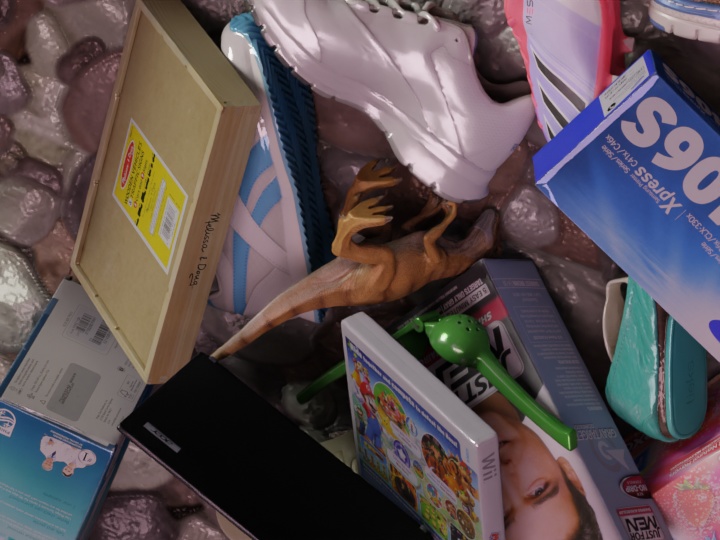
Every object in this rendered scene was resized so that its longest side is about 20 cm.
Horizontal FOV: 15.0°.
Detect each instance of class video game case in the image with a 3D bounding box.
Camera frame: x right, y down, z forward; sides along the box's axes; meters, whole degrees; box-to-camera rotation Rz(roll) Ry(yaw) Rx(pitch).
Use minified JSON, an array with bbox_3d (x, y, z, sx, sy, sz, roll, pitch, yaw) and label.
[{"bbox_3d":[0.041,0.138,1.601,0.018,0.143,0.200,-24,131,-22],"label":"video game case"}]

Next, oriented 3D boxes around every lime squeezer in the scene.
[{"bbox_3d":[0.042,0.056,1.619,0.199,0.038,0.071,7,125,35],"label":"lime squeezer"}]

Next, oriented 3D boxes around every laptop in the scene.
[{"bbox_3d":[-0.058,0.144,1.591,0.177,0.103,0.200,39,154,4],"label":"laptop"}]

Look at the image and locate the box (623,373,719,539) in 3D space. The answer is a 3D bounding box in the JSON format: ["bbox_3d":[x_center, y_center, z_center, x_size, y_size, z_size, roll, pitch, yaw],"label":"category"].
[{"bbox_3d":[0.187,0.161,1.680,0.200,0.103,0.095,-37,106,29],"label":"box"}]

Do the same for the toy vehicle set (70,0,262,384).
[{"bbox_3d":[-0.119,-0.048,1.624,0.026,0.124,0.200,-4,128,-31],"label":"toy vehicle set"}]

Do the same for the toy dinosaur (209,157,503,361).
[{"bbox_3d":[0.000,0.000,1.597,0.199,0.060,0.106,-18,128,-15],"label":"toy dinosaur"}]

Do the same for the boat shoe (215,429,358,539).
[{"bbox_3d":[0.010,0.140,1.737,0.201,0.074,0.063,-16,152,11],"label":"boat shoe"}]

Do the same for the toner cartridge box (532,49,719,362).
[{"bbox_3d":[0.198,-0.021,1.533,0.200,0.043,0.095,42,109,-15],"label":"toner cartridge box"}]

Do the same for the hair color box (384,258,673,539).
[{"bbox_3d":[0.095,0.103,1.630,0.099,0.061,0.200,-36,70,29],"label":"hair color box"}]

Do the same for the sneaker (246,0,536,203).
[{"bbox_3d":[0.016,-0.128,1.581,0.200,0.075,0.087,37,109,-16],"label":"sneaker"}]

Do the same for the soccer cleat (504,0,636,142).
[{"bbox_3d":[0.115,-0.131,1.550,0.076,0.067,0.201,6,119,17],"label":"soccer cleat"}]

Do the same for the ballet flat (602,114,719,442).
[{"bbox_3d":[0.173,0.001,1.607,0.070,0.067,0.201,17,110,38],"label":"ballet flat"}]

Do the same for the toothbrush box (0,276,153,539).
[{"bbox_3d":[-0.202,0.130,1.730,0.085,0.147,0.200,24,124,-1],"label":"toothbrush box"}]

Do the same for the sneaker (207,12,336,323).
[{"bbox_3d":[-0.067,-0.057,1.629,0.080,0.077,0.201,0,118,14],"label":"sneaker"}]

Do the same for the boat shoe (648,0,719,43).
[{"bbox_3d":[0.258,-0.157,1.493,0.199,0.072,0.073,6,120,10],"label":"boat shoe"}]
